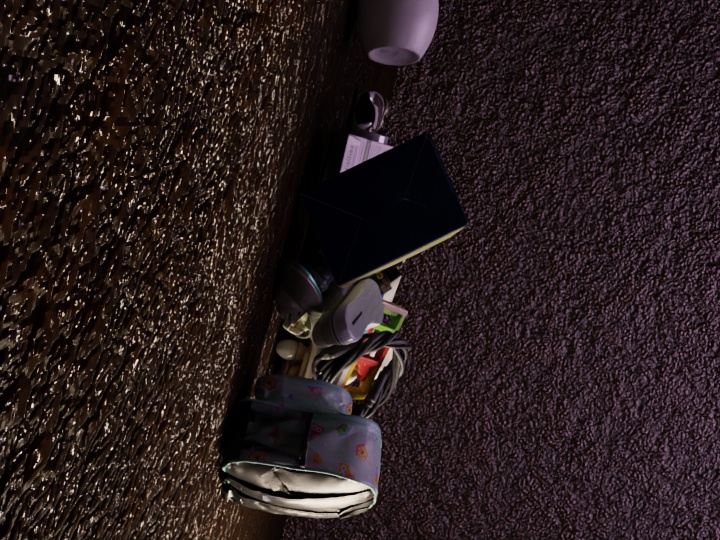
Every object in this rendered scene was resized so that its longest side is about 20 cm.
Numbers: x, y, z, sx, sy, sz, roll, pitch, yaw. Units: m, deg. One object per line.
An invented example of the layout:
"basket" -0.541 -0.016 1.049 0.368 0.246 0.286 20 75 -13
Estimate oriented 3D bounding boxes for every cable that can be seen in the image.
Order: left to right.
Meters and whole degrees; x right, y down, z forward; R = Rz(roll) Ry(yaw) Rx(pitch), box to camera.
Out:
"cable" 0.006 0.177 1.067 0.051 0.196 0.167 34 -42 50

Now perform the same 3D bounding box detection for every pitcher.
"pitcher" 0.049 -0.409 0.959 0.171 0.118 0.207 180 -85 -76

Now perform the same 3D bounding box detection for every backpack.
"backpack" -0.067 0.232 0.835 0.178 0.194 0.156 103 3 -53

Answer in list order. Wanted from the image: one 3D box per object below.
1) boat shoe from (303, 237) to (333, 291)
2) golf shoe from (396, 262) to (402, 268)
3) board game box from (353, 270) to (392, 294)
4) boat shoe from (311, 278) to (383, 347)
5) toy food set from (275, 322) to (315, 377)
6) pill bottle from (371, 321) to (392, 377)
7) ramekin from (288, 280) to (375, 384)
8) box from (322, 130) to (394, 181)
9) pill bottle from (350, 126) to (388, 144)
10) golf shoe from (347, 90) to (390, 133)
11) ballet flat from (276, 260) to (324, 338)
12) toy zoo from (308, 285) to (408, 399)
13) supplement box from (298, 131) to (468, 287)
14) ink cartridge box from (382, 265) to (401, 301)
"boat shoe" -0.069 -0.019 1.150 0.091 0.071 0.200 -42 -168 -9
"golf shoe" 0.010 -0.057 1.341 0.077 0.201 0.095 -1 134 -49
"board game box" 0.000 0.000 1.204 0.023 0.106 0.200 -31 -179 -15
"boat shoe" -0.016 0.060 0.952 0.200 0.060 0.074 -29 104 -71
"toy food set" -0.128 0.185 1.066 0.143 0.059 0.206 163 -57 -78
"pill bottle" -0.010 0.135 1.333 0.199 0.109 0.114 26 -78 61
"ramekin" -0.046 0.115 1.182 0.203 0.092 0.206 -48 -151 38
"box" 0.014 -0.147 1.145 0.197 0.041 0.160 3 106 -48
"pill bottle" -0.006 -0.160 1.229 0.104 0.101 0.206 -69 174 -78
"golf shoe" -0.004 -0.258 1.293 0.094 0.076 0.206 2 102 -71
"ballet flat" -0.087 0.052 0.913 0.064 0.067 0.201 -49 165 -14
"toy zoo" -0.013 0.137 1.082 0.020 0.129 0.204 35 -79 50
"supplement box" 0.031 -0.077 0.949 0.200 0.196 0.137 62 3 -88
"ink cartridge box" 0.027 0.016 1.248 0.037 0.096 0.201 -31 164 -18
